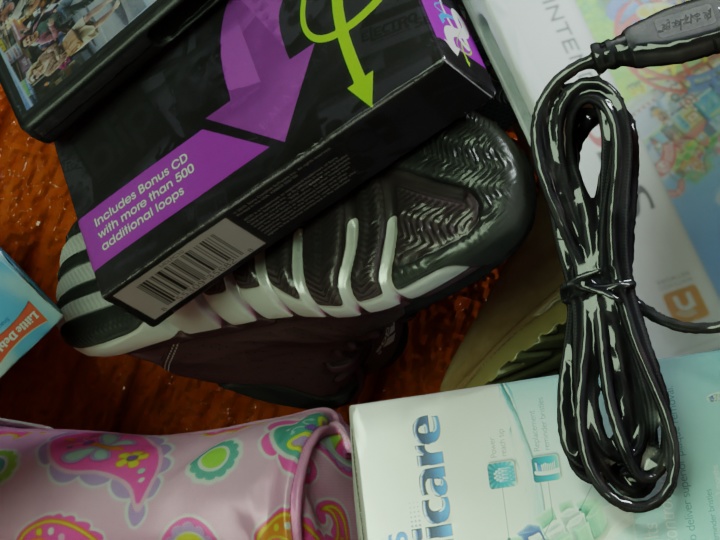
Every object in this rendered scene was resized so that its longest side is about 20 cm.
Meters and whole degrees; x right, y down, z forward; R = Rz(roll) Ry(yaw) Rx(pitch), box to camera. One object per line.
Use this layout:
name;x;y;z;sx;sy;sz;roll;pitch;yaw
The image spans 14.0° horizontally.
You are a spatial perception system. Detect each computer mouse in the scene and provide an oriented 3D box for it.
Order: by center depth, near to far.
computer mouse;0.147;-0.017;0.833;0.200;0.046;0.141;-13;83;12

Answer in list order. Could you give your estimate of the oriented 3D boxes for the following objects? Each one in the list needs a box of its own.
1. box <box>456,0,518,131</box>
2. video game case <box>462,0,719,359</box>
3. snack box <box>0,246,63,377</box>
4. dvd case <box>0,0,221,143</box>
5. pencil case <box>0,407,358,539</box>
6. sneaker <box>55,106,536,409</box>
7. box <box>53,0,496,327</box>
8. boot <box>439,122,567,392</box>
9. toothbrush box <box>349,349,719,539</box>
box;-0.004;-0.101;1.065;0.200;0.051;0.158;-37;50;38
video game case;0.145;-0.073;0.949;0.200;0.022;0.182;-18;70;-16
snack box;-0.170;0.035;1.074;0.116;0.200;0.037;-44;101;-4
dvd case;-0.059;-0.152;0.983;0.200;0.018;0.143;-38;54;14
pencil case;-0.087;0.092;1.074;0.200;0.087;0.088;-2;73;29
sneaker;0.000;0.000;1.011;0.200;0.115;0.076;-11;63;38
box;-0.050;-0.100;0.988;0.143;0.036;0.200;-34;53;19
boot;0.063;-0.055;1.057;0.175;0.066;0.200;-46;48;27
toothbrush box;0.106;0.086;0.910;0.200;0.146;0.085;-8;69;5
